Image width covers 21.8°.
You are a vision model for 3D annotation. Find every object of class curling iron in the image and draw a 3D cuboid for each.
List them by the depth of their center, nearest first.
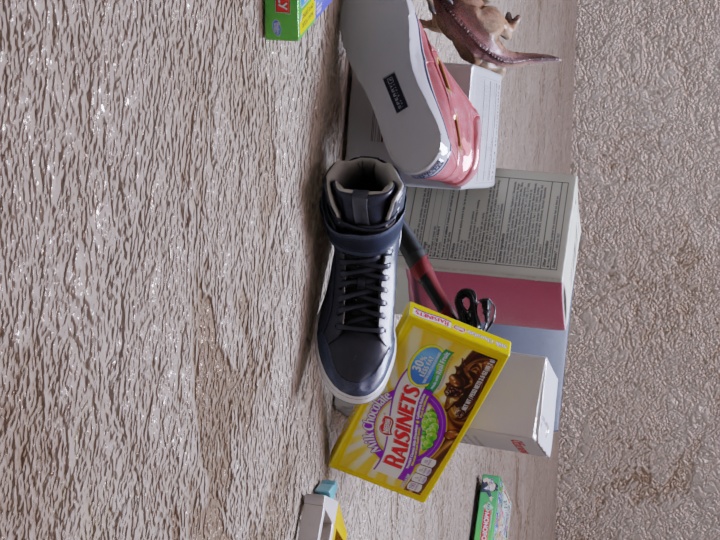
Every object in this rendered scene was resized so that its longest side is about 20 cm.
[{"bbox_3d":[0.066,-0.010,1.804,0.200,0.049,0.026,54,6,26],"label":"curling iron"}]

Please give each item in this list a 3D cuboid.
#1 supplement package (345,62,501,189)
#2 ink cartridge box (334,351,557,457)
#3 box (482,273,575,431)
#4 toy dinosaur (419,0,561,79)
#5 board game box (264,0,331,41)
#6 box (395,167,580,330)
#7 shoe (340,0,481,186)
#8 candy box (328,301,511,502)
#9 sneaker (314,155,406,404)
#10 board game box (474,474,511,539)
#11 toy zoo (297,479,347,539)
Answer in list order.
[{"bbox_3d":[0.063,-0.140,1.796,0.200,0.116,0.118,-14,109,-78],"label":"supplement package"},{"bbox_3d":[0.088,0.119,1.821,0.146,0.198,0.085,49,50,-75],"label":"ink cartridge box"},{"bbox_3d":[0.165,0.082,2.229,0.200,0.116,0.199,-169,-95,-79],"label":"box"},{"bbox_3d":[0.101,-0.252,1.868,0.086,0.200,0.135,-51,167,5],"label":"toy dinosaur"},{"bbox_3d":[-0.037,-0.274,1.465,0.200,0.029,0.136,-62,154,-62],"label":"board game box"},{"bbox_3d":[0.120,-0.025,1.916,0.109,0.198,0.129,76,23,-59],"label":"box"},{"bbox_3d":[0.046,-0.168,1.656,0.091,0.071,0.202,15,54,-60],"label":"shoe"},{"bbox_3d":[0.052,0.124,1.718,0.026,0.102,0.201,-74,-172,-54],"label":"candy box"},{"bbox_3d":[-0.002,-0.001,1.615,0.146,0.076,0.204,89,5,-63],"label":"sneaker"},{"bbox_3d":[0.205,0.406,2.911,0.200,0.029,0.136,63,34,-69],"label":"board game box"},{"bbox_3d":[-0.042,0.288,1.707,0.131,0.020,0.202,70,28,-65],"label":"toy zoo"}]
